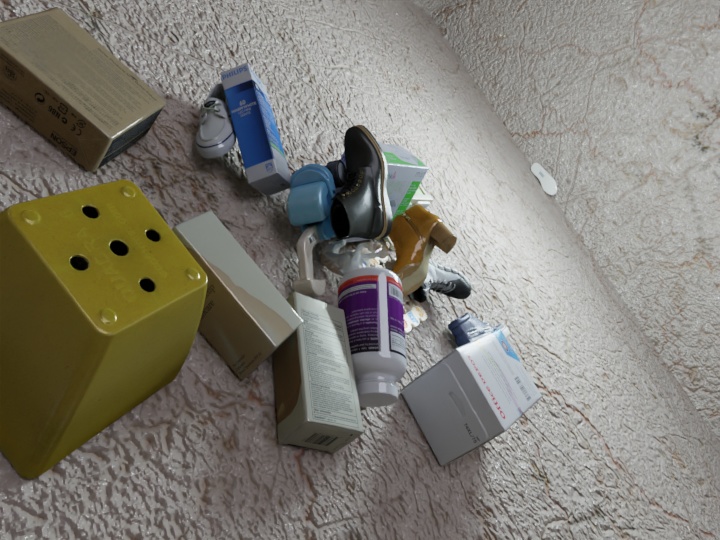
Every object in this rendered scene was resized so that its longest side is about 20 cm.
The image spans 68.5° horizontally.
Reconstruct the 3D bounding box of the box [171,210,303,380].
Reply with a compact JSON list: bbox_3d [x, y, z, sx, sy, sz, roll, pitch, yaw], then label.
[{"bbox_3d":[-0.181,0.032,0.711,0.201,0.095,0.078,48,32,1],"label":"box"}]

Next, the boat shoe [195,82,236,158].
[{"bbox_3d":[-0.260,-0.269,0.934,0.202,0.071,0.068,-104,-178,-51],"label":"boat shoe"}]

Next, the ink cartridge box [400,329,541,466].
[{"bbox_3d":[0.201,0.220,0.945,0.198,0.146,0.149,-7,61,-54],"label":"ink cartridge box"}]

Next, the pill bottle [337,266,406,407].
[{"bbox_3d":[0.017,0.106,0.846,0.111,0.111,0.206,22,54,-36],"label":"pill bottle"}]

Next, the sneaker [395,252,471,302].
[{"bbox_3d":[0.153,0.037,1.135,0.196,0.075,0.117,29,41,-13],"label":"sneaker"}]

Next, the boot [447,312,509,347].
[{"bbox_3d":[0.271,0.132,1.198,0.198,0.072,0.092,-13,72,-55],"label":"boot"}]

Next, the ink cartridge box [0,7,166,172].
[{"bbox_3d":[-0.405,-0.259,0.748,0.199,0.075,0.166,40,31,-14],"label":"ink cartridge box"}]

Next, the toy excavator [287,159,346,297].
[{"bbox_3d":[-0.084,-0.076,0.922,0.200,0.097,0.200,-50,130,-61],"label":"toy excavator"}]

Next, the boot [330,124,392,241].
[{"bbox_3d":[-0.013,-0.152,0.908,0.137,0.076,0.206,-13,86,-55],"label":"boot"}]

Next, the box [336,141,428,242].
[{"bbox_3d":[0.025,-0.164,1.085,0.096,0.179,0.198,41,26,23],"label":"box"}]

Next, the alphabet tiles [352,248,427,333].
[{"bbox_3d":[0.057,0.034,1.086,0.198,0.015,0.198,55,31,9],"label":"alphabet tiles"}]

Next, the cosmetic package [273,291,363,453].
[{"bbox_3d":[-0.067,0.143,0.757,0.103,0.071,0.204,24,40,-34],"label":"cosmetic package"}]

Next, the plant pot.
[{"bbox_3d":[-0.269,0.031,0.519,0.201,0.176,0.200,50,31,2],"label":"plant pot"}]

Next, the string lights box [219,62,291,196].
[{"bbox_3d":[-0.184,-0.249,0.948,0.103,0.057,0.206,29,44,-80],"label":"string lights box"}]

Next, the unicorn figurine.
[{"bbox_3d":[0.000,0.000,0.964,0.073,0.135,0.206,-2,71,-63],"label":"unicorn figurine"}]

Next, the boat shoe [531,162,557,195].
[{"bbox_3d":[0.950,-0.466,2.715,0.067,0.072,0.202,6,43,-47],"label":"boat shoe"}]

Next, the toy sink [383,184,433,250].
[{"bbox_3d":[0.086,-0.166,1.241,0.129,0.112,0.203,-9,63,-54],"label":"toy sink"}]

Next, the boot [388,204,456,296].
[{"bbox_3d":[0.089,-0.041,1.086,0.144,0.200,0.071,42,-11,44],"label":"boot"}]
